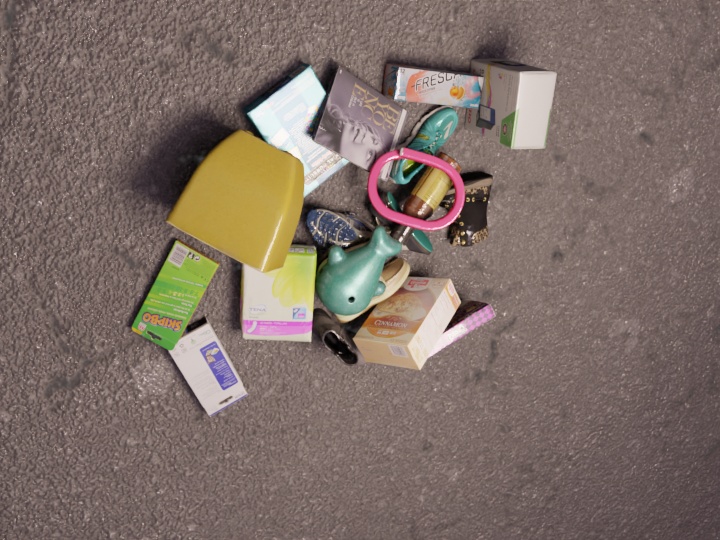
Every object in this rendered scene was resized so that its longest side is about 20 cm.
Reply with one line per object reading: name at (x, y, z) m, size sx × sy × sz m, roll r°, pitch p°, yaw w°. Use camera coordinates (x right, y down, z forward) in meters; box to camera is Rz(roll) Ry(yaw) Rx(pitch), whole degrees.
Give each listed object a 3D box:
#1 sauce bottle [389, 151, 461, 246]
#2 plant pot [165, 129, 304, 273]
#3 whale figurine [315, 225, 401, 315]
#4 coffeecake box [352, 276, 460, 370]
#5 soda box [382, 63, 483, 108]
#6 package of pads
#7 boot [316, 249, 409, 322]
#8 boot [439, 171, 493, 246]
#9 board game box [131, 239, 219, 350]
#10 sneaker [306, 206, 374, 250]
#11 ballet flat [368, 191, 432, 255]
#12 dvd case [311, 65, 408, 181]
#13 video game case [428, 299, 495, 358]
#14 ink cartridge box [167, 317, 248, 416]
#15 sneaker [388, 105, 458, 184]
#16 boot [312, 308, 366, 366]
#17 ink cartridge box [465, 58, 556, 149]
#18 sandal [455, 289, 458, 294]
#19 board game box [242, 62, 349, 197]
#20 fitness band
sauce bottle at (0.130, -0.145, 1.389) m, size 0.066 × 0.066 × 0.202 m, roll 34°, pitch 94°, yaw -31°
plant pot at (-0.197, -0.133, 1.213) m, size 0.193 × 0.194 × 0.203 m, roll 27°, pitch 95°, yaw 1°
whale figurine at (-0.001, 0.007, 1.356) m, size 0.200 × 0.104 × 0.159 m, roll -43°, pitch 118°, yaw 14°
coffeecake box at (0.102, 0.107, 1.452) m, size 0.201 × 0.151 × 0.074 m, roll -53°, pitch 127°, yaw -34°
soda box at (0.146, -0.372, 1.360) m, size 0.196 × 0.068 × 0.065 m, roll -1°, pitch 113°, yaw -22°
package of pads at (-0.171, 0.044, 1.384) m, size 0.151 × 0.068 × 0.204 m, roll 3°, pitch 110°, yaw -8°
boot at (0.000, 0.000, 1.457) m, size 0.198 × 0.072 × 0.156 m, roll -34°, pitch 119°, yaw -4°
boot at (0.208, -0.127, 1.496) m, size 0.196 × 0.073 × 0.154 m, roll -18°, pitch 118°, yaw -22°
board game box at (-0.365, 0.051, 1.325) m, size 0.094 × 0.030 × 0.203 m, roll 29°, pitch 96°, yaw -8°
sneaker at (-0.028, -0.083, 1.406) m, size 0.197 × 0.086 × 0.077 m, roll 26°, pitch 119°, yaw -24°
ballet flat at (0.082, -0.093, 1.462) m, size 0.073 × 0.073 × 0.200 m, roll -45°, pitch 128°, yaw 0°
dvd case at (0.004, -0.284, 1.326) m, size 0.198 × 0.016 × 0.152 m, roll 22°, pitch 84°, yaw -40°
video game case at (0.189, 0.133, 1.537) m, size 0.198 × 0.181 × 0.036 m, roll -31°, pitch 96°, yaw -10°
ink cartridge box at (-0.323, 0.205, 1.422) m, size 0.098 × 0.039 × 0.203 m, roll -27°, pitch 119°, yaw -11°
sneaker at (0.136, -0.254, 1.402) m, size 0.200 × 0.080 × 0.077 m, roll -48°, pitch 122°, yaw 1°
boot at (-0.033, 0.175, 1.481) m, size 0.199 × 0.132 × 0.070 m, roll 37°, pitch 95°, yaw -31°
ink cartridge box at (0.297, -0.342, 1.366) m, size 0.086 × 0.200 × 0.148 m, roll -5°, pitch 115°, yaw -17°
sandal at (0.142, 0.095, 1.560) m, size 0.198 × 0.080 × 0.058 m, roll -29°, pitch 107°, yaw -9°
board game box at (-0.111, -0.268, 1.305) m, size 0.150 × 0.047 × 0.201 m, roll -37°, pitch 122°, yaw -6°
fitness band at (0.110, -0.159, 1.336) m, size 0.196 × 0.037 × 0.147 m, roll 17°, pitch 93°, yaw -3°
